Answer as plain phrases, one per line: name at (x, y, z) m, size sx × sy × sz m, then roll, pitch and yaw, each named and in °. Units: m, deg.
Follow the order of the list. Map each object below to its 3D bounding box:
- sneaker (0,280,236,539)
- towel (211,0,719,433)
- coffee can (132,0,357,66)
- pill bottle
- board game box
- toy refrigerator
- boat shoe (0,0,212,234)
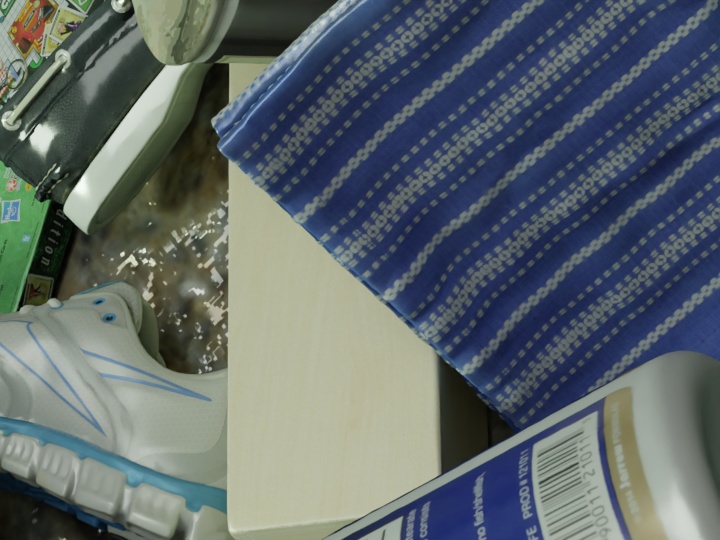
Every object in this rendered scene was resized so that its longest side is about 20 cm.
sneaker at (-0.119, 0.039, 0.921) m, size 0.199 × 0.075 × 0.087 m, roll 20°, pitch 75°, yaw 16°
towel at (0.066, -0.028, 0.779) m, size 0.145 × 0.200 × 0.024 m, roll -41°, pitch 36°, yaw 9°
coffee can at (0.035, -0.136, 0.801) m, size 0.198 × 0.147 × 0.147 m, roll -1°, pitch 64°, yaw -19°
pill bottle at (0.042, 0.117, 0.756) m, size 0.199 × 0.115 × 0.116 m, roll -30°, pitch 60°, yaw 23°
board game box at (-0.148, -0.064, 1.005) m, size 0.104 × 0.023 × 0.202 m, roll 10°, pitch 77°, yaw 29°
toy refrigerator at (0.000, 0.000, 0.871) m, size 0.075 × 0.070 × 0.202 m, roll -8°, pitch 66°, yaw 16°
boat shoe at (-0.065, -0.110, 0.936) m, size 0.060 × 0.076 × 0.201 m, roll 37°, pitch 88°, yaw 3°
